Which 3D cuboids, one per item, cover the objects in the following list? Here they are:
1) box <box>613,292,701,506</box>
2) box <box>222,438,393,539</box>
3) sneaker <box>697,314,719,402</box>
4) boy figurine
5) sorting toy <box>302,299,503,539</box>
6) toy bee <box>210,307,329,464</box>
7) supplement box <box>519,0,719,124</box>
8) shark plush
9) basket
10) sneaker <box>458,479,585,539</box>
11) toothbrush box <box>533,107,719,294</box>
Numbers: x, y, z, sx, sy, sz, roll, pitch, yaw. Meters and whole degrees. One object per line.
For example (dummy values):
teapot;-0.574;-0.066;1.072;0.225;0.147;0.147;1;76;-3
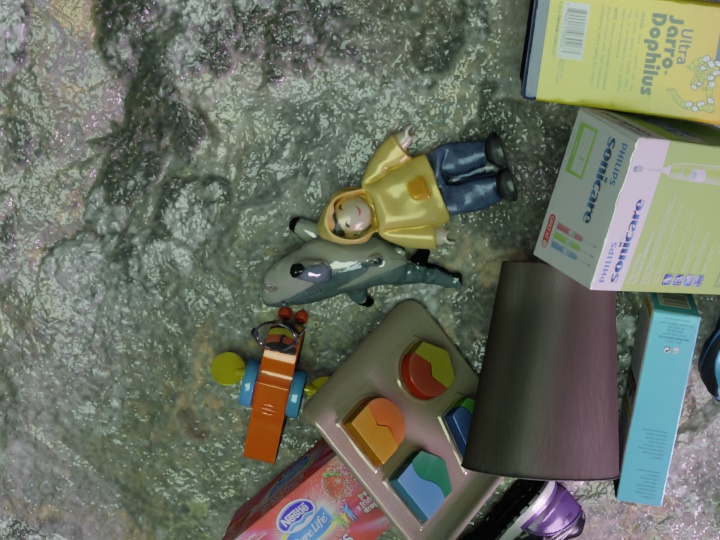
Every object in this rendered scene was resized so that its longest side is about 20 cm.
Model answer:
box;0.293;0.125;1.642;0.049;0.082;0.202;9;107;2
box;-0.043;0.248;1.693;0.200;0.103;0.095;-41;98;19
sneaker;0.388;0.038;1.609;0.072;0.082;0.202;14;105;3
boy figurine;0.049;-0.079;1.610;0.198;0.064;0.126;-15;95;2
sorting toy;0.062;0.154;1.635;0.200;0.185;0.036;49;147;-7
toy bee;-0.074;0.098;1.671;0.130;0.109;0.200;30;131;-12
supplement box;0.253;-0.209;1.537;0.198;0.109;0.111;8;106;3
shark plush;0.000;0.000;1.664;0.198;0.091;0.084;-6;127;-14
basket;0.183;0.095;1.601;0.135;0.179;0.203;5;91;48
sneaker;0.150;0.305;1.703;0.200;0.076;0.088;-44;107;6
toothbrush box;0.276;-0.062;1.535;0.198;0.086;0.147;1;112;-40
